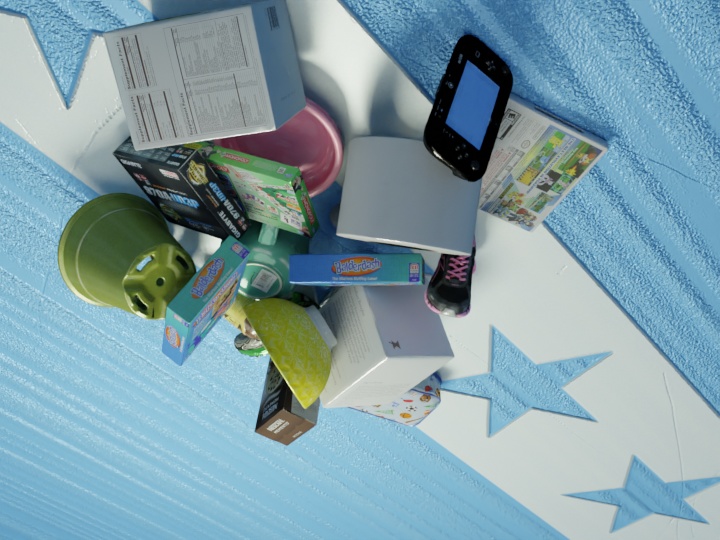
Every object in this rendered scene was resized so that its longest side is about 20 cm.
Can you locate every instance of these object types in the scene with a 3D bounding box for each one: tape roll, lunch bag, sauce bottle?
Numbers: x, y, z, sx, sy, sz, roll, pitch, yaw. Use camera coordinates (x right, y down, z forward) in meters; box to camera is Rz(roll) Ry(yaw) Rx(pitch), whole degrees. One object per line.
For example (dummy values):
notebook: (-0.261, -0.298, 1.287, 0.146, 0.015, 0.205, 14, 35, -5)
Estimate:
tape roll: (0.071, -0.103, 1.103, 0.200, 0.141, 0.203, 9, 180, 0)
lunch bag: (0.059, 0.252, 1.604, 0.198, 0.076, 0.160, 22, 138, -16)
sauce bottle: (-0.210, 0.080, 1.410, 0.200, 0.065, 0.065, 39, 134, 5)

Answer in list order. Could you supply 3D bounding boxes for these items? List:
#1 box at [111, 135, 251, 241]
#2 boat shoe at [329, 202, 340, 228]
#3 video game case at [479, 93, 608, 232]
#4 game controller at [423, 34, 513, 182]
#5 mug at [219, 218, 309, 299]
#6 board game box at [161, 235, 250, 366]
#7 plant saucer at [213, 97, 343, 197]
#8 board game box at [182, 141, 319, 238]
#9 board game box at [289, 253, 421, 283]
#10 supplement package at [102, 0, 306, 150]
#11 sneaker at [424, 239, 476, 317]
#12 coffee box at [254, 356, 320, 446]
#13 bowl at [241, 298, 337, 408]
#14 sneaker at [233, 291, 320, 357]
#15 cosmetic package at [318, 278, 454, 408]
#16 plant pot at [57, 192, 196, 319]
box: (-0.279, -0.127, 1.195, 0.199, 0.046, 0.159, 18, 151, 42)
boat shoe: (0.051, -0.079, 1.251, 0.198, 0.074, 0.067, -3, 136, 11)
video game case: (0.246, -0.160, 1.178, 0.181, 0.022, 0.200, 22, 134, -15)
game controller: (0.144, -0.216, 1.009, 0.104, 0.201, 0.042, 37, 150, -31)
mug: (-0.172, -0.033, 1.300, 0.150, 0.115, 0.186, -8, 135, 16)
board game box: (-0.245, 0.052, 1.203, 0.045, 0.152, 0.200, 36, 150, 2)
plant saucer: (-0.122, -0.196, 1.168, 0.198, 0.051, 0.202, 5, 137, 4)
board game box: (-0.166, -0.124, 1.166, 0.198, 0.029, 0.135, 18, 151, 23)
board game box: (0.000, 0.000, 1.201, 0.198, 0.046, 0.152, 0, 177, 6)
supplement package: (-0.196, -0.260, 1.005, 0.198, 0.152, 0.152, -6, 111, 14)
sneaker: (0.153, -0.006, 1.235, 0.078, 0.201, 0.096, 12, 126, 4)
coffee box: (-0.133, 0.225, 1.506, 0.079, 0.201, 0.113, 29, 133, -23)
bowl: (-0.104, 0.119, 1.294, 0.107, 0.200, 0.201, -32, 133, -7)
sneaker: (-0.169, 0.098, 1.480, 0.199, 0.078, 0.085, -30, 120, 22)
cosmetic package: (0.025, 0.127, 1.368, 0.165, 0.169, 0.200, 6, 145, -40)
plant pot: (-0.360, -0.006, 1.238, 0.189, 0.200, 0.201, 26, 158, 47)
